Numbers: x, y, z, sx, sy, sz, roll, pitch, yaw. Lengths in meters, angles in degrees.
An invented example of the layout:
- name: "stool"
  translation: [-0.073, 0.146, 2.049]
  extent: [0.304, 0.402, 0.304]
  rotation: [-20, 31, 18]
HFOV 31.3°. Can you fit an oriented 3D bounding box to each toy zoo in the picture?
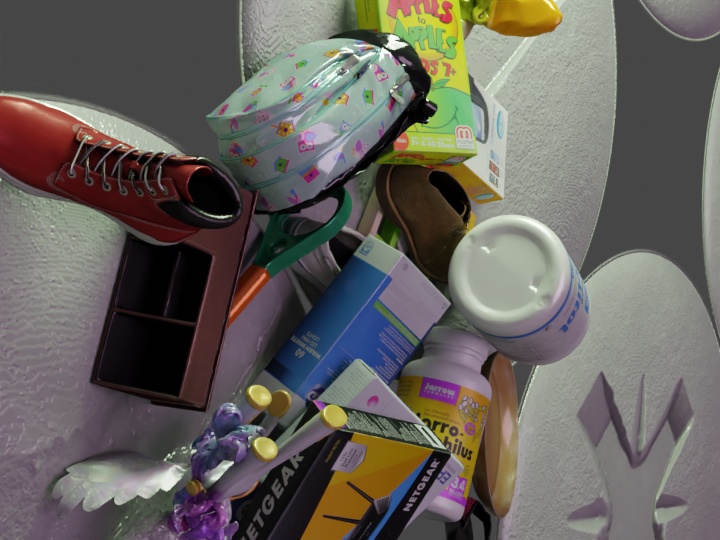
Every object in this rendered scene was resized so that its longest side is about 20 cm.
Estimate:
- name: "toy zoo"
  translation: [0.073, -0.043, 1.449]
  extent: [0.200, 0.020, 0.131]
  rotation: [44, 59, -45]

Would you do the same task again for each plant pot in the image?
- name: "plant pot"
  translation: [0.158, 0.194, 1.530]
  extent: [0.200, 0.027, 0.200]
  rotation: [-1, 90, -73]

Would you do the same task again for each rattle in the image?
- name: "rattle"
  translation: [0.111, -0.327, 1.388]
  extent: [0.130, 0.143, 0.200]
  rotation: [-45, 135, -18]

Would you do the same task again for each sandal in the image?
- name: "sandal"
  translation: [0.124, 0.292, 1.443]
  extent: [0.075, 0.045, 0.200]
  rotation: [63, 8, -12]

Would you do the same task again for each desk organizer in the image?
- name: "desk organizer"
  translation: [-0.159, 0.014, 1.107]
  extent: [0.077, 0.072, 0.200]
  rotation: [25, 72, -48]

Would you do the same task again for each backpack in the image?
- name: "backpack"
  translation: [-0.047, -0.138, 1.193]
  extent: [0.200, 0.167, 0.127]
  rotation: [-47, 111, -36]

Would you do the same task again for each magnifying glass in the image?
- name: "magnifying glass"
  translation: [-0.081, -0.013, 1.216]
  extent: [0.200, 0.080, 0.022]
  rotation: [-49, 132, -26]

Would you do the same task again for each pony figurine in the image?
- name: "pony figurine"
  translation: [-0.128, 0.184, 1.073]
  extent: [0.167, 0.200, 0.193]
  rotation: [51, 31, 14]

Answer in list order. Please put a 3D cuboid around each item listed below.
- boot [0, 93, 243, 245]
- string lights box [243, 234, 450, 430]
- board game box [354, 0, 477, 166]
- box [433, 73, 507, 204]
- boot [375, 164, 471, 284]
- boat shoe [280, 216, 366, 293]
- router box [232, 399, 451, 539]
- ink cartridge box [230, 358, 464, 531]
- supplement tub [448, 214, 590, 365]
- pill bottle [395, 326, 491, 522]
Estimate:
- name: "boot"
  translation: [-0.190, -0.083, 0.964]
  extent: [0.200, 0.144, 0.073]
  rotation: [26, 74, -25]
- name: "string lights box"
  translation: [-0.010, 0.077, 1.259]
  extent: [0.200, 0.059, 0.103]
  rotation: [-52, 135, -7]
- name: "board game box"
  translation: [0.055, -0.211, 1.319]
  extent: [0.101, 0.048, 0.200]
  rotation: [0, 79, -29]
- name: "box"
  translation: [0.116, -0.161, 1.465]
  extent: [0.200, 0.041, 0.119]
  rotation: [32, 56, -47]
- name: "boot"
  translation: [0.092, -0.045, 1.394]
  extent: [0.200, 0.075, 0.074]
  rotation: [50, 50, -46]
- name: "boat shoe"
  translation: [0.000, 0.000, 1.318]
  extent: [0.200, 0.066, 0.072]
  rotation: [42, 60, -46]
- name: "router box"
  translation: [-0.027, 0.225, 1.194]
  extent: [0.149, 0.051, 0.200]
  rotation: [18, 110, -39]
- name: "ink cartridge box"
  translation: [-0.016, 0.212, 1.257]
  extent: [0.200, 0.043, 0.196]
  rotation: [-46, 134, -4]
- name: "supplement tub"
  translation: [0.180, 0.026, 1.421]
  extent: [0.200, 0.132, 0.132]
  rotation: [38, 62, -67]
- name: "pill bottle"
  translation: [0.084, 0.167, 1.409]
  extent: [0.104, 0.104, 0.200]
  rotation: [34, 66, -49]
